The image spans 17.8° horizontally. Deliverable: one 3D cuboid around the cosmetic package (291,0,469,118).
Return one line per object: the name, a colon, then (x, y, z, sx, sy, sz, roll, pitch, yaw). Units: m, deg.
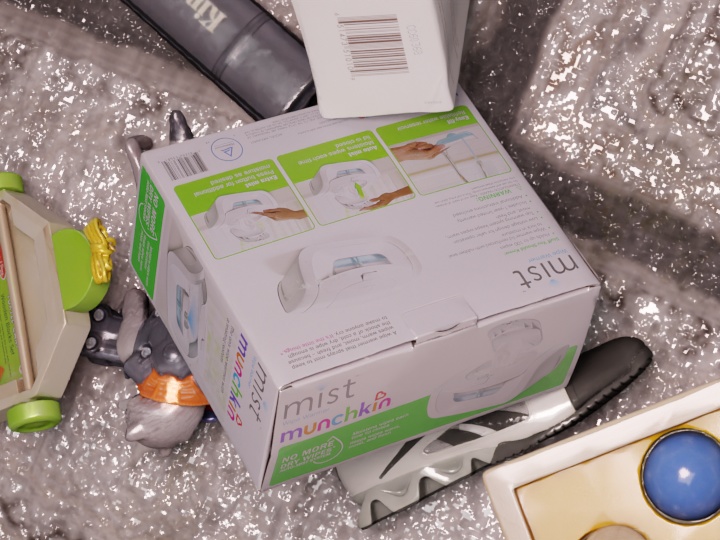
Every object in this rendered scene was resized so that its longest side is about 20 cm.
cosmetic package: (0.018, -0.196, 1.283, 0.080, 0.113, 0.201, -2, 48, 12)

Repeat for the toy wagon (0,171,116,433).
toy wagon: (-0.211, 0.022, 1.371, 0.199, 0.039, 0.157, -23, 71, 33)

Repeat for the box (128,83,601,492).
box: (0.000, 0.000, 1.258, 0.199, 0.097, 0.177, -17, 55, -25)

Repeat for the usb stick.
usb stick: (-0.102, -0.161, 1.396, 0.200, 0.033, 0.056, 42, 98, 11)

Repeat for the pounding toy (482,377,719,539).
pounding toy: (0.154, 0.177, 1.271, 0.199, 0.142, 0.185, -22, 83, 10)

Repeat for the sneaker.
sneaker: (0.069, 0.069, 1.328, 0.199, 0.074, 0.089, -26, 85, 10)

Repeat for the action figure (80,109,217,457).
action figure: (-0.123, 0.011, 1.362, 0.198, 0.105, 0.195, 2, 79, 10)
